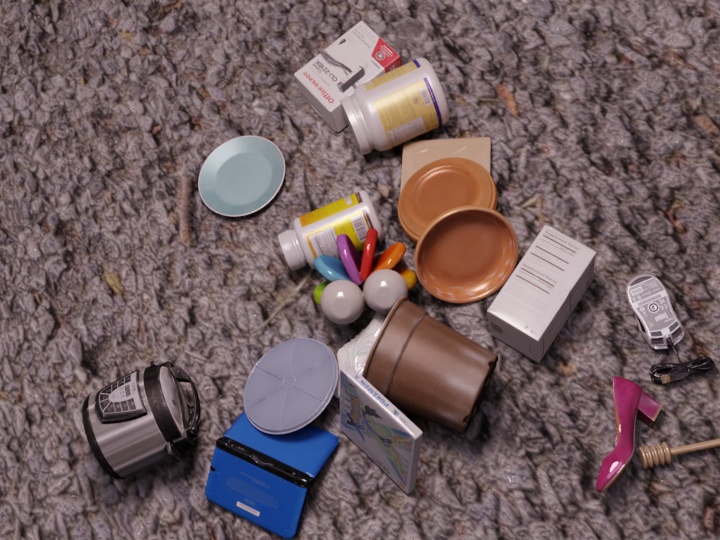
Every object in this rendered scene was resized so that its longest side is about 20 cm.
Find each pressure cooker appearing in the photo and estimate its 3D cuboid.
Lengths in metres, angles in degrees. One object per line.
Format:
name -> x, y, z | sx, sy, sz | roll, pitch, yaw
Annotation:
pressure cooker -> -0.391, 0.269, 1.669 | 0.197, 0.179, 0.178 | -23, 96, 1

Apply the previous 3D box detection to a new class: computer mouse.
computer mouse -> 0.537, 0.101, 1.605 | 0.108, 0.044, 0.203 | -21, 67, 8

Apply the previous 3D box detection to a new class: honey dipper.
honey dipper -> 0.566, 0.293, 1.509 | 0.197, 0.038, 0.039 | -13, 62, 3

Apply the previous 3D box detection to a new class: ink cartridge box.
ink cartridge box -> -0.024, -0.422, 1.967 | 0.199, 0.084, 0.144 | -40, 63, -6

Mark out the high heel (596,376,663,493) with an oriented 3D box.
high heel -> 0.426, 0.274, 1.527 | 0.095, 0.068, 0.201 | 32, 72, 19

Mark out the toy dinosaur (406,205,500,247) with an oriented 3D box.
toy dinosaur -> 0.183, -0.059, 1.753 | 0.197, 0.047, 0.090 | -15, 79, 17

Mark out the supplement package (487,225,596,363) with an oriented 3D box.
supplement package -> 0.330, 0.043, 1.640 | 0.109, 0.114, 0.201 | 30, 73, 23

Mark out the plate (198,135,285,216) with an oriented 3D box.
plate -> -0.254, -0.200, 1.948 | 0.197, 0.026, 0.203 | -6, 63, 11

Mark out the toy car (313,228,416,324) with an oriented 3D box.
toy car -> 0.000, 0.000, 1.689 | 0.197, 0.152, 0.175 | -14, 17, 7

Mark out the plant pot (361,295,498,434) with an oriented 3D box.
plant pot -> 0.126, 0.178, 1.590 | 0.196, 0.201, 0.202 | 24, 72, 14

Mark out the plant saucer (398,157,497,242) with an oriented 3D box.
plant saucer -> 0.164, -0.139, 1.746 | 0.197, 0.038, 0.203 | -10, 59, 16

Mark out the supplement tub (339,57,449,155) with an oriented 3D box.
supplement tub -> 0.070, -0.336, 1.868 | 0.197, 0.146, 0.147 | -24, 61, 1

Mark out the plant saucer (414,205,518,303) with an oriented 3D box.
plant saucer -> 0.194, -0.033, 1.678 | 0.197, 0.202, 0.038 | -20, 31, 3

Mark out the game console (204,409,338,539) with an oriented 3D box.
game console -> -0.162, 0.362, 1.656 | 0.197, 0.118, 0.173 | 19, 101, 22

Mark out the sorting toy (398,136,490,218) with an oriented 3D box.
sorting toy -> 0.173, -0.184, 1.837 | 0.182, 0.037, 0.203 | -1, 60, 13

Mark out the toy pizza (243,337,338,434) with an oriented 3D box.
toy pizza -> -0.128, 0.217, 1.688 | 0.197, 0.032, 0.203 | -15, 50, 18

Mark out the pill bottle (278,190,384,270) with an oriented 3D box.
pill bottle -> -0.059, -0.073, 1.791 | 0.197, 0.110, 0.110 | -23, 61, 1

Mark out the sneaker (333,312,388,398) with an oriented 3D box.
sneaker -> 0.000, 0.150, 1.692 | 0.079, 0.071, 0.202 | 17, 70, 23

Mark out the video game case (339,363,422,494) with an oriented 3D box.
video game case -> 0.030, 0.274, 1.552 | 0.022, 0.202, 0.182 | -35, 60, -27
